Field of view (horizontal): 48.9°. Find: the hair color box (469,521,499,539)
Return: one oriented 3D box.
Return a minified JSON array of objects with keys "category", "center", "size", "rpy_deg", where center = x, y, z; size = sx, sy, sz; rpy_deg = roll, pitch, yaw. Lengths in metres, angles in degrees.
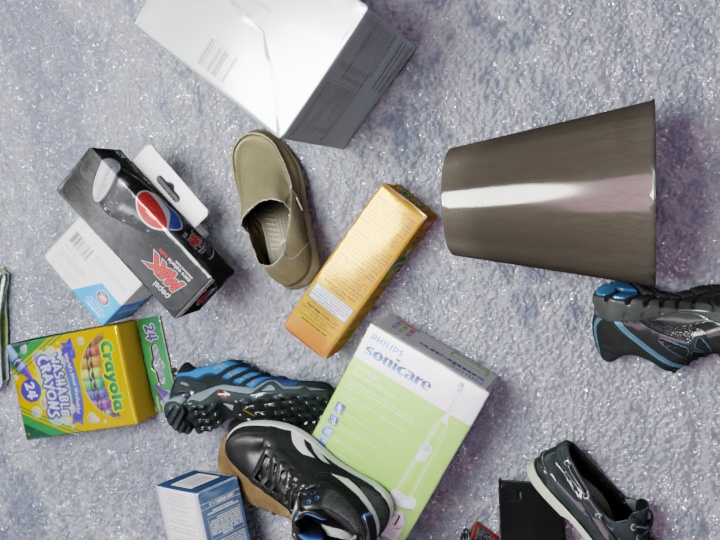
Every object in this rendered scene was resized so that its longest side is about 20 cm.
[{"category":"hair color box","center":[0.180,0.383,0.871],"size":[0.200,0.061,0.102],"rpy_deg":[35,103,9]}]

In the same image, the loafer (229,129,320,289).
[{"category":"loafer","center":[-0.100,-0.077,0.889],"size":[0.076,0.067,0.200],"rpy_deg":[-28,71,15]}]

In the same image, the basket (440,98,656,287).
[{"category":"basket","center":[0.189,-0.074,0.793],"size":[0.200,0.136,0.181],"rpy_deg":[0,100,19]}]

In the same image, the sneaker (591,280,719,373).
[{"category":"sneaker","center":[0.337,0.060,0.802],"size":[0.200,0.073,0.082],"rpy_deg":[6,113,21]}]

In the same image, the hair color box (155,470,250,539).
[{"category":"hair color box","center":[-0.176,0.348,0.950],"size":[0.100,0.060,0.200],"rpy_deg":[-8,94,48]}]

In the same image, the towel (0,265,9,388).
[{"category":"towel","center":[-0.561,0.071,1.061],"size":[0.200,0.048,0.172],"rpy_deg":[4,95,16]}]

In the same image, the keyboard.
[{"category":"keyboard","center":[0.157,0.321,0.830],"size":[0.127,0.021,0.200],"rpy_deg":[7,64,-9]}]

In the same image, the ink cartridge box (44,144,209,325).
[{"category":"ink cartridge box","center":[-0.268,-0.044,0.955],"size":[0.200,0.068,0.115],"rpy_deg":[-43,85,15]}]

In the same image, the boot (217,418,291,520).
[{"category":"boot","center":[-0.089,0.264,0.943],"size":[0.200,0.074,0.076],"rpy_deg":[39,122,14]}]

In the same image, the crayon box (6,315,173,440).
[{"category":"crayon box","center":[-0.339,0.136,1.001],"size":[0.200,0.052,0.126],"rpy_deg":[-11,92,16]}]

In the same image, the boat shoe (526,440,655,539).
[{"category":"boat shoe","center":[0.269,0.257,0.828],"size":[0.199,0.074,0.066],"rpy_deg":[46,117,17]}]

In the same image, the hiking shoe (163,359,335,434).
[{"category":"hiking shoe","center":[-0.127,0.135,0.928],"size":[0.199,0.087,0.075],"rpy_deg":[0,134,-4]}]

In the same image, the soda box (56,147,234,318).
[{"category":"soda box","center":[-0.237,-0.044,0.879],"size":[0.200,0.063,0.071],"rpy_deg":[46,105,5]}]

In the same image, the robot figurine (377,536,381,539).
[{"category":"robot figurine","center":[0.009,0.375,0.863],"size":[0.113,0.170,0.200],"rpy_deg":[6,142,-20]}]

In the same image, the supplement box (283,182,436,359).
[{"category":"supplement box","center":[0.000,0.000,0.885],"size":[0.069,0.067,0.200],"rpy_deg":[36,104,10]}]

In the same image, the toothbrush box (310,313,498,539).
[{"category":"toothbrush box","center":[0.038,0.172,0.879],"size":[0.145,0.086,0.200],"rpy_deg":[29,103,12]}]

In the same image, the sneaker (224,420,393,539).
[{"category":"sneaker","center":[-0.067,0.221,0.812],"size":[0.200,0.112,0.073],"rpy_deg":[23,101,14]}]

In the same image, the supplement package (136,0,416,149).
[{"category":"supplement package","center":[-0.077,-0.241,0.815],"size":[0.191,0.200,0.147],"rpy_deg":[40,104,10]}]
